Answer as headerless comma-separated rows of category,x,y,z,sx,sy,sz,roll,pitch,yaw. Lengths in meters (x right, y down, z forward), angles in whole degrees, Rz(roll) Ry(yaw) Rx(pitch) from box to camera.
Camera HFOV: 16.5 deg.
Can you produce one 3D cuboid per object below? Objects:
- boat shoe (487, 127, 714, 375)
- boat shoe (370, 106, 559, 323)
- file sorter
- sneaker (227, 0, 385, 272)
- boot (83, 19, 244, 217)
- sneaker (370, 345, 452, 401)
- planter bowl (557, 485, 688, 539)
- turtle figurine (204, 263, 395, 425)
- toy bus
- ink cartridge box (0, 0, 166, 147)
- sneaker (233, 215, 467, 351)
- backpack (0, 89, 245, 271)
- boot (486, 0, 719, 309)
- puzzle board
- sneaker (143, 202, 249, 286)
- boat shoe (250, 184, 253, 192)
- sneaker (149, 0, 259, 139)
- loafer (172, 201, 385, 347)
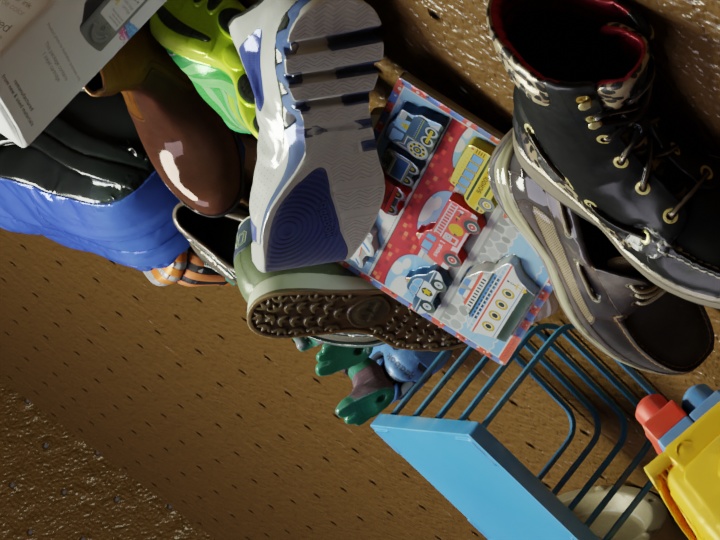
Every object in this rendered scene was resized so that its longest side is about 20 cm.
boat shoe,0.153,-0.006,1.483,0.200,0.075,0.073,47,165,-27
boat shoe,0.056,-0.021,1.688,0.200,0.069,0.071,46,158,-25
file sorter,0.124,0.118,1.825,0.139,0.123,0.200,43,166,-14
sneaker,-0.036,-0.108,1.580,0.115,0.080,0.201,-121,31,-52
boot,-0.148,-0.127,1.720,0.200,0.068,0.190,0,-107,-81
sneaker,0.025,0.072,2.038,0.066,0.079,0.200,39,167,-3
planter bowl,0.196,0.255,1.973,0.200,0.199,0.136,21,129,53
turtle figurine,-0.040,0.020,1.931,0.150,0.101,0.200,40,-167,-46
toy bus,0.261,0.158,1.612,0.192,0.136,0.200,46,175,39
ink cartridge box,-0.204,-0.198,1.567,0.147,0.200,0.086,31,163,30
sneaker,0.000,0.000,1.738,0.067,0.199,0.090,-58,41,38
backpack,-0.188,-0.088,1.954,0.199,0.163,0.168,13,156,37
boot,0.150,-0.068,1.319,0.200,0.073,0.151,39,167,30
puzzle board,0.060,-0.027,1.602,0.150,0.017,0.200,33,145,4
sneaker,-0.146,-0.051,2.105,0.111,0.078,0.201,7,-140,-32
boat shoe,-0.006,-0.044,1.808,0.200,0.057,0.069,24,158,49
sneaker,-0.063,-0.127,1.691,0.200,0.074,0.084,44,175,37
loafer,-0.057,0.000,1.824,0.199,0.072,0.063,25,180,31
